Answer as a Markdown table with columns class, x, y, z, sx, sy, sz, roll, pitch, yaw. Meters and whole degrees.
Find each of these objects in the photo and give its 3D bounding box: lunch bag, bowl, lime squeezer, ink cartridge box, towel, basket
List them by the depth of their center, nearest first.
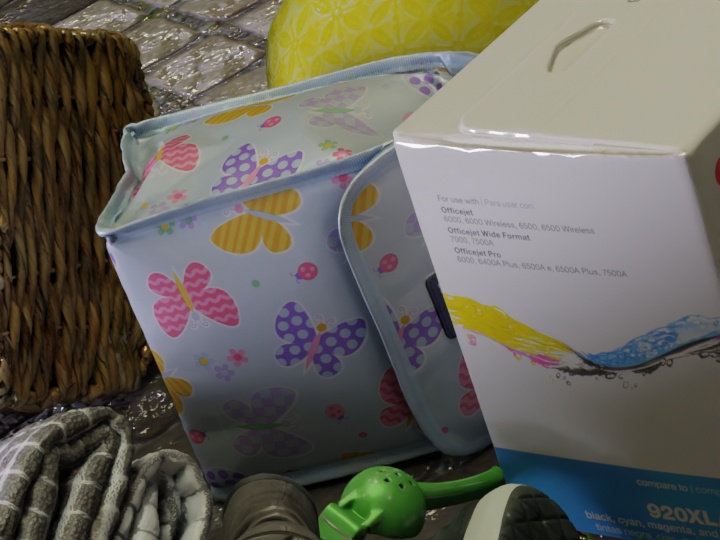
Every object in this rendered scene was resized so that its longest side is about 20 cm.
| class | x | y | z | sx | sy | sz | roll | pitch | yaw |
| --- | --- | --- | --- | --- | --- | --- | --- | --- | --- |
| towel | -0.146 | 0.155 | 0.817 | 0.166 | 0.086 | 0.200 | -28 | 36 | 48 |
| lime squeezer | -0.010 | 0.122 | 0.977 | 0.038 | 0.071 | 0.200 | 44 | 60 | 15 |
| ink cartridge box | 0.133 | -0.007 | 0.978 | 0.145 | 0.200 | 0.147 | 5 | 37 | 39 |
| lunch bag | 0.000 | 0.000 | 1.085 | 0.200 | 0.170 | 0.127 | -13 | 31 | 10 |
| bowl | 0.047 | -0.064 | 1.182 | 0.200 | 0.200 | 0.108 | -10 | 53 | 18 |
| basket | -0.197 | -0.030 | 1.230 | 0.149 | 0.200 | 0.143 | 0 | 4 | 36 |

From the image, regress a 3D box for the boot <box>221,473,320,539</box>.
| class | x | y | z | sx | sy | sz | roll | pitch | yaw |
| --- | --- | --- | --- | --- | --- | --- | --- | --- | --- |
| boot | -0.036 | 0.180 | 0.838 | 0.070 | 0.200 | 0.132 | 12 | 1 | -4 |

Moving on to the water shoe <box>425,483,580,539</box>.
| class | x | y | z | sx | sy | sz | roll | pitch | yaw |
| --- | --- | --- | --- | --- | --- | --- | --- | --- | --- |
| water shoe | 0.030 | 0.168 | 0.897 | 0.079 | 0.072 | 0.200 | -33 | 16 | 39 |
